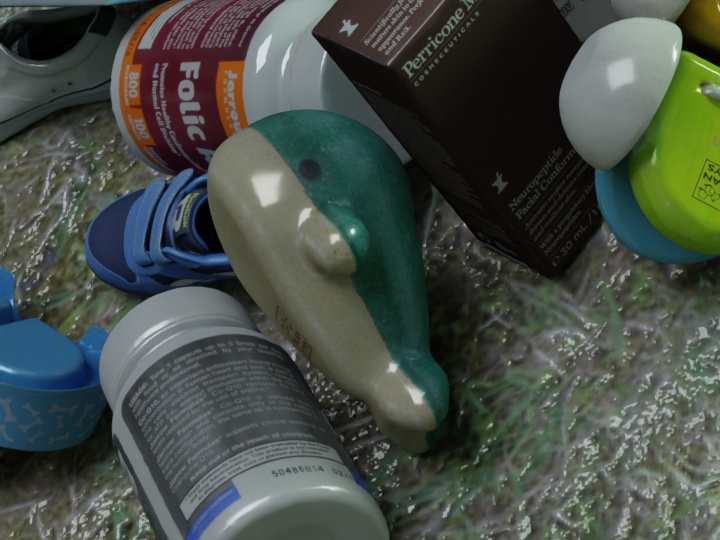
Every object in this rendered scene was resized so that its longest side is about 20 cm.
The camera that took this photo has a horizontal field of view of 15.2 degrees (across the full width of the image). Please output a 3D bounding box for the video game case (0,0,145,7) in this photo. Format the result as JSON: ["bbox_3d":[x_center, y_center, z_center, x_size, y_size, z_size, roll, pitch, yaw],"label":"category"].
[{"bbox_3d":[-0.161,-0.199,1.757,0.181,0.200,0.045,3,101,40],"label":"video game case"}]

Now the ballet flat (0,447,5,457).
[{"bbox_3d":[-0.277,0.087,1.694,0.071,0.069,0.200,-57,36,10],"label":"ballet flat"}]

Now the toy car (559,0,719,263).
[{"bbox_3d":[0.187,-0.088,1.428,0.150,0.175,0.200,-42,24,60],"label":"toy car"}]

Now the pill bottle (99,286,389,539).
[{"bbox_3d":[-0.070,0.103,1.476,0.114,0.114,0.200,-38,42,5],"label":"pill bottle"}]

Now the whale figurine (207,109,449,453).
[{"bbox_3d":[0.000,0.000,1.476,0.104,0.159,0.200,-32,76,-13],"label":"whale figurine"}]

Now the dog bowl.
[{"bbox_3d":[-0.232,0.048,1.643,0.200,0.111,0.050,30,118,35],"label":"dog bowl"}]

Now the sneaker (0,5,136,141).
[{"bbox_3d":[-0.234,-0.142,1.840,0.200,0.071,0.073,-18,47,25],"label":"sneaker"}]

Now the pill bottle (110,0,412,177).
[{"bbox_3d":[-0.050,-0.109,1.619,0.200,0.114,0.114,4,58,50],"label":"pill bottle"}]

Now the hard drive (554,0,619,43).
[{"bbox_3d":[0.114,-0.193,1.518,0.140,0.200,0.038,-42,41,0],"label":"hard drive"}]

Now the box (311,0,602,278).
[{"bbox_3d":[0.071,-0.097,1.469,0.100,0.200,0.075,-50,42,-9],"label":"box"}]

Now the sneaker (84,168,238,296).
[{"bbox_3d":[-0.098,-0.027,1.622,0.200,0.082,0.074,-3,74,38],"label":"sneaker"}]
